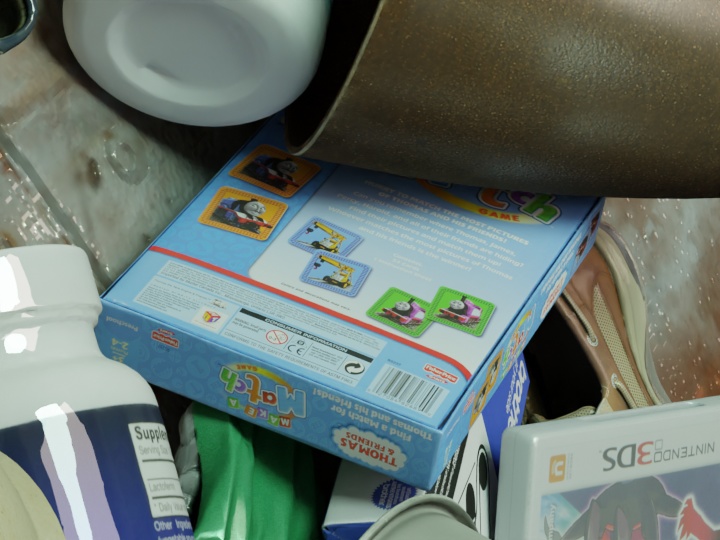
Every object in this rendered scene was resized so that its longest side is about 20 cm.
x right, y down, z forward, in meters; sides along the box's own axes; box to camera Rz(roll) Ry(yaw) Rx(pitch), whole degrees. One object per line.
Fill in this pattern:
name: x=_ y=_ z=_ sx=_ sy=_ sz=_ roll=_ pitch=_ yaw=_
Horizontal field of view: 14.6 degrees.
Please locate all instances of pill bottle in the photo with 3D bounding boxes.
pill bottle: x=-0.057 y=-0.169 z=1.206 sx=0.111 sy=0.111 sz=0.200 roll=39 pitch=44 yaw=-34
pill bottle: x=-0.116 y=0.098 z=0.985 sx=0.116 sy=0.116 sz=0.201 roll=-4 pitch=75 yaw=-53

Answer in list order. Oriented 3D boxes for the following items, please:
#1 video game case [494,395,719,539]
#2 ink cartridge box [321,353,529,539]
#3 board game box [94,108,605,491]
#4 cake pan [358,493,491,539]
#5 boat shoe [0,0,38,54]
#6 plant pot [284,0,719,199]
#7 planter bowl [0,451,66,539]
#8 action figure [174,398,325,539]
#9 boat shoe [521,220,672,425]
video game case: x=0.121 y=0.162 z=1.262 sx=0.182 sy=0.023 sz=0.201 roll=-5 pitch=101 yaw=-48
ink cartridge box: x=0.032 y=0.076 z=1.203 sx=0.200 sy=0.044 sz=0.094 roll=-74 pitch=154 yaw=-51
board game box: x=0.000 y=0.000 z=1.174 sx=0.200 sy=0.151 sz=0.037 roll=-52 pitch=157 yaw=-50
cake pan: x=0.019 y=0.186 z=1.060 sx=0.200 sy=0.037 sz=0.201 roll=-38 pitch=134 yaw=-53
boat shoe: x=-0.204 y=-0.101 z=1.020 sx=0.200 sy=0.062 sz=0.075 roll=13 pitch=65 yaw=-48
plant pot: x=0.093 y=-0.107 z=1.184 sx=0.199 sy=0.187 sz=0.187 roll=18 pitch=53 yaw=-11
planter bowl: x=-0.170 y=0.108 z=0.837 sx=0.135 sy=0.200 sz=0.201 roll=8 pitch=66 yaw=-51
action figure: x=-0.047 y=0.119 z=1.118 sx=0.118 sy=0.055 sz=0.201 roll=27 pitch=51 yaw=-41
boat shoe: x=0.108 y=0.075 z=1.328 sx=0.072 sy=0.076 sz=0.201 roll=-21 pitch=92 yaw=-47
